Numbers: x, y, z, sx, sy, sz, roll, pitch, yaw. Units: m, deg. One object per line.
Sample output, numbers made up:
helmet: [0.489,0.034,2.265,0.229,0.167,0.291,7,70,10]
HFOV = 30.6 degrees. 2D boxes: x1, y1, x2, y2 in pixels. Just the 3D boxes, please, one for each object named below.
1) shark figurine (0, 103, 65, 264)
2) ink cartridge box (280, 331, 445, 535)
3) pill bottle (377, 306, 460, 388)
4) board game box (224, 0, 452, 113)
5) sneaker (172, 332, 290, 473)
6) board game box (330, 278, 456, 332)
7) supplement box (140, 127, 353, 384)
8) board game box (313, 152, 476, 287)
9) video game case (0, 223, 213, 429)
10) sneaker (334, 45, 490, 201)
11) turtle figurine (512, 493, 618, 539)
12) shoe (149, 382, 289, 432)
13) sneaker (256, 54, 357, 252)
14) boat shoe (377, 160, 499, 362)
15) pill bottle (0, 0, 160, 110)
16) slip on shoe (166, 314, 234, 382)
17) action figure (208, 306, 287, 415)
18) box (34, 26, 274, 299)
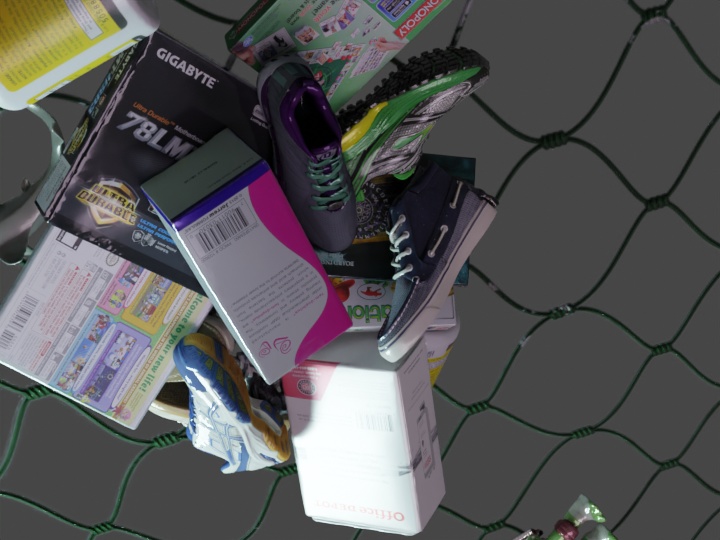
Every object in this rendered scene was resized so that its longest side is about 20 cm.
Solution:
shark figurine: [-0.323,-0.055,1.251,0.214,0.090,0.128,-39,132,20]
ink cartridge box: [0.003,0.171,1.423,0.145,0.083,0.202,4,116,26]
pill bottle: [0.032,0.113,1.497,0.108,0.110,0.201,6,128,-22]
board game box: [-0.012,-0.243,1.223,0.200,0.029,0.134,-41,131,19]
sneaker: [-0.150,0.148,1.354,0.087,0.076,0.201,-21,130,13]
board game box: [0.000,0.000,1.382,0.197,0.128,0.035,-1,169,-17]
supplement box: [-0.102,-0.012,1.209,0.101,0.103,0.201,-34,123,-10]
board game box: [0.021,-0.056,1.348,0.197,0.028,0.137,4,90,-20]
video game case: [-0.250,0.035,1.302,0.181,0.022,0.201,30,97,-22]
sneaker: [0.044,-0.145,1.284,0.199,0.078,0.085,-34,115,15]
turtle figurine: [0.273,0.416,1.803,0.193,0.144,0.200,-38,177,-7]
shoe: [-0.167,0.167,1.507,0.198,0.070,0.054,16,116,-32]
sneaker: [-0.042,-0.093,1.207,0.074,0.088,0.202,-25,120,-11]
boat shoe: [0.051,-0.014,1.313,0.092,0.075,0.201,36,71,-11]
pill bottle: [-0.279,-0.205,1.113,0.198,0.112,0.112,-29,133,7]
slip on shoe: [-0.230,0.088,1.373,0.197,0.061,0.077,0,114,15]
action figure: [-0.127,0.099,1.443,0.117,0.102,0.202,-13,117,-9]
box: [-0.168,-0.099,1.224,0.199,0.050,0.200,28,99,-34]
